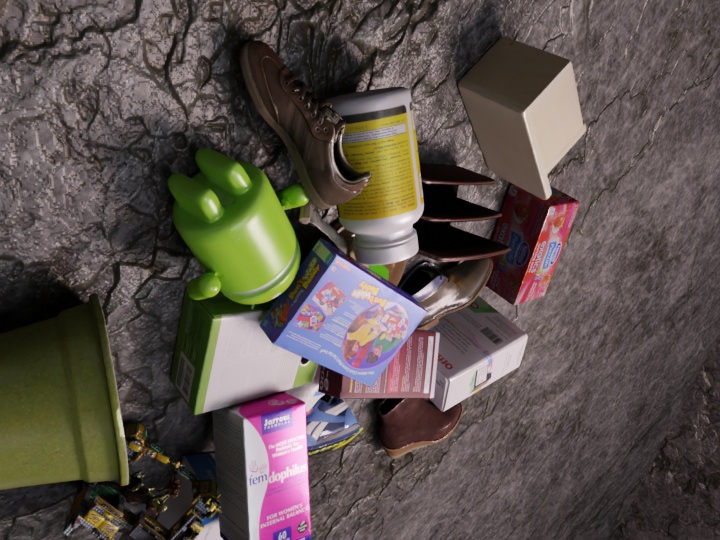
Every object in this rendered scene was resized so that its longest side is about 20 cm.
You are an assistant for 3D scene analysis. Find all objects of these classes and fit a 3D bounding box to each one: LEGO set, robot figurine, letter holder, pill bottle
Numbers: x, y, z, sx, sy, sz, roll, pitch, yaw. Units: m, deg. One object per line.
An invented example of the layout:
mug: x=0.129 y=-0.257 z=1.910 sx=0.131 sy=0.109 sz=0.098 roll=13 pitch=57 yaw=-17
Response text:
LEGO set: x=-0.275 y=0.308 z=0.837 sx=0.153 sy=0.116 sz=0.201 roll=-38 pitch=108 yaw=-3
robot figurine: x=-0.139 y=-0.043 z=0.757 sx=0.176 sy=0.115 sz=0.201 roll=-50 pitch=143 yaw=-22
letter holder: x=0.130 y=-0.085 z=0.939 sx=0.198 sy=0.141 sz=0.102 roll=-8 pitch=116 yaw=-48
pill bottle: x=0.019 y=-0.116 z=0.814 sx=0.111 sy=0.112 sz=0.204 roll=-20 pitch=111 yaw=-32

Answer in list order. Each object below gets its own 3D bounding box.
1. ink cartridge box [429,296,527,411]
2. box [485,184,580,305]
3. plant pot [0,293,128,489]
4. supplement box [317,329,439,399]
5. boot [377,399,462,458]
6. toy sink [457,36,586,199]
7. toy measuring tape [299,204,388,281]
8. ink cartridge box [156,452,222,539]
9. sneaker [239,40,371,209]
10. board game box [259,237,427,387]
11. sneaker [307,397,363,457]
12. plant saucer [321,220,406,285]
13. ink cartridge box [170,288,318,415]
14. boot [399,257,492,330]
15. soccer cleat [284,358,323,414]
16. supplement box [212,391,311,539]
ink cartridge box: x=0.176 y=0.140 z=1.175 sx=0.198 sy=0.145 sz=0.085 roll=-22 pitch=135 yaw=-31
box: x=0.305 y=-0.051 z=1.195 sx=0.099 sy=0.095 sz=0.203 roll=-11 pitch=126 yaw=-39
plant pot: x=-0.344 y=0.138 z=0.658 sx=0.181 sy=0.201 sz=0.203 roll=-9 pitch=126 yaw=-25
supplement box: x=0.033 y=0.141 z=1.020 sx=0.198 sy=0.060 sz=0.111 roll=10 pitch=84 yaw=-40
boot: x=0.122 y=0.276 z=1.281 sx=0.198 sy=0.072 sz=0.168 roll=-29 pitch=137 yaw=-20
toy sink: x=0.252 y=-0.227 z=0.986 sx=0.112 sy=0.130 sz=0.201 roll=-45 pitch=139 yaw=-7
toy measuring tape: x=-0.033 y=-0.017 z=0.882 sx=0.074 sy=0.073 sz=0.199 roll=-51 pitch=131 yaw=1
ink cartridge box: x=-0.201 y=0.365 z=1.028 sx=0.198 sy=0.084 sz=0.147 roll=9 pitch=111 yaw=-47
sneaker: x=-0.055 y=-0.169 z=0.726 sx=0.202 sy=0.075 sz=0.071 roll=60 pitch=29 yaw=-22
board game box: x=-0.017 y=0.062 z=0.859 sx=0.199 sy=0.045 sz=0.135 roll=32 pitch=97 yaw=-43
sneaker: x=-0.091 y=0.258 z=1.062 sx=0.198 sy=0.083 sz=0.074 roll=-6 pitch=152 yaw=-41
plant saucer: x=0.000 y=0.000 z=0.993 sx=0.198 sy=0.029 sz=0.203 roll=-26 pitch=135 yaw=-28
ink cartridge box: x=-0.143 y=0.096 z=0.891 sx=0.198 sy=0.076 sz=0.150 roll=-7 pitch=123 yaw=-43
boot: x=0.145 y=0.019 z=1.111 sx=0.199 sy=0.075 sz=0.097 roll=-40 pitch=142 yaw=-12
soccer cleat: x=-0.085 y=0.171 z=1.020 sx=0.199 sy=0.069 sz=0.087 roll=-35 pitch=122 yaw=-23
supplement box: x=-0.138 y=0.278 z=0.913 sx=0.100 sy=0.103 sz=0.204 roll=-8 pitch=99 yaw=-36
